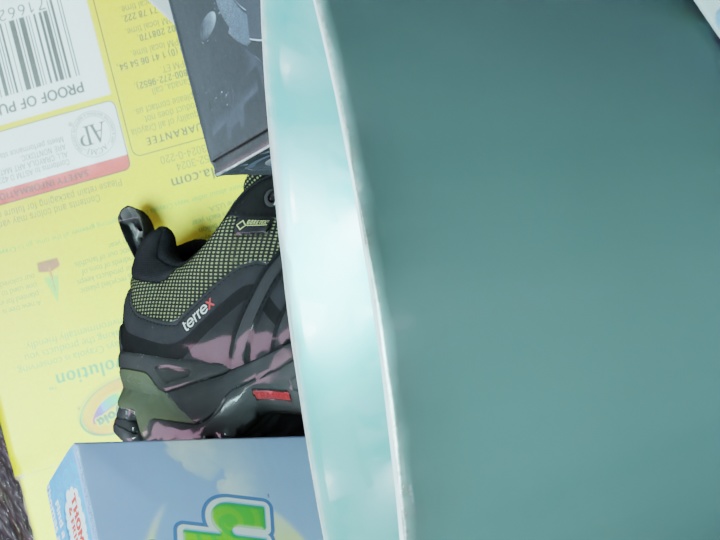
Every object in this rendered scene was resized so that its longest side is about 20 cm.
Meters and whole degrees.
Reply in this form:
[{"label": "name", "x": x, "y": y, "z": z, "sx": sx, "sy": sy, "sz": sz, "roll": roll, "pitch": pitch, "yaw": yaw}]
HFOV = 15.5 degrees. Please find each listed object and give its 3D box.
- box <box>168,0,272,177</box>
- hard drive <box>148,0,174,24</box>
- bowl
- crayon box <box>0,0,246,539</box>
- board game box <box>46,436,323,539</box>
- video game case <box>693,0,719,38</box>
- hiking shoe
[{"label": "box", "x": 0.000, "y": -0.147, "z": 0.724, "sx": 0.160, "sy": 0.043, "sz": 0.201, "roll": -26, "pitch": 73, "yaw": 42}, {"label": "hard drive", "x": -0.055, "y": -0.133, "z": 0.855, "sx": 0.200, "sy": 0.026, "sz": 0.132, "roll": 39, "pitch": -144, "yaw": -58}, {"label": "bowl", "x": 0.042, "y": 0.006, "z": 0.614, "sx": 0.201, "sy": 0.105, "sz": 0.202, "roll": 173, "pitch": 90, "yaw": -84}, {"label": "crayon box", "x": -0.077, "y": -0.007, "z": 0.939, "sx": 0.051, "sy": 0.126, "sz": 0.201, "roll": 6, "pitch": -110, "yaw": -81}, {"label": "board game box", "x": 0.014, "y": 0.123, "z": 0.818, "sx": 0.037, "sy": 0.199, "sz": 0.152, "roll": 125, "pitch": 137, "yaw": -50}, {"label": "video game case", "x": 0.136, "y": -0.081, "z": 0.536, "sx": 0.143, "sy": 0.018, "sz": 0.200, "roll": -39, "pitch": 73, "yaw": 23}, {"label": "hiking shoe", "x": 0.000, "y": 0.000, "z": 0.846, "sx": 0.199, "sy": 0.076, "sz": 0.101, "roll": -12, "pitch": 81, "yaw": 27}]
